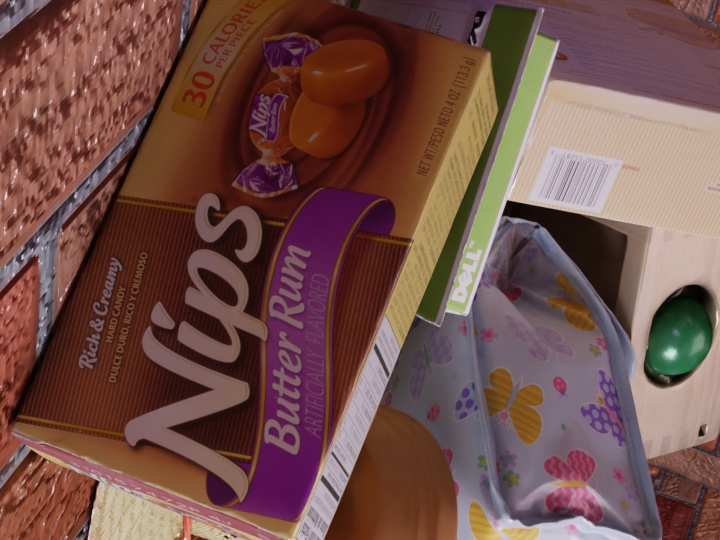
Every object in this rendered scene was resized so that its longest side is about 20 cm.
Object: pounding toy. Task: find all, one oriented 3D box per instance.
[{"bbox_3d":[0.169,0.030,1.000,0.142,0.200,0.185,-9,115,-37],"label":"pounding toy"}]

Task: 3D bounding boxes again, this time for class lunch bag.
[{"bbox_3d":[0.071,0.090,0.918,0.170,0.127,0.200,-49,-140,45],"label":"lunch bag"}]

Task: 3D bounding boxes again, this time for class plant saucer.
[{"bbox_3d":[-0.036,0.155,0.847,0.037,0.200,0.200,36,68,-34],"label":"plant saucer"}]

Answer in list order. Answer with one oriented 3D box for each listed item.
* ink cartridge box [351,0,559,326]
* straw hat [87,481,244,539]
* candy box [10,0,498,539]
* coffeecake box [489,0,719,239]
[{"bbox_3d":[0.044,-0.053,0.781,0.200,0.076,0.148,28,-79,64],"label":"ink cartridge box"},{"bbox_3d":[-0.053,0.096,0.797,0.201,0.085,0.201,20,90,-79],"label":"straw hat"},{"bbox_3d":[-0.036,-0.004,0.624,0.056,0.116,0.200,69,43,-69],"label":"candy box"},{"bbox_3d":[0.129,-0.105,0.916,0.200,0.153,0.073,-114,-142,-55],"label":"coffeecake box"}]
